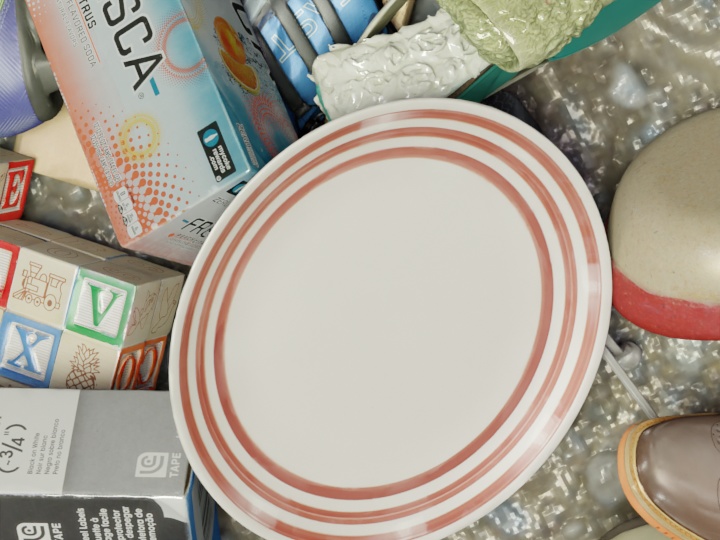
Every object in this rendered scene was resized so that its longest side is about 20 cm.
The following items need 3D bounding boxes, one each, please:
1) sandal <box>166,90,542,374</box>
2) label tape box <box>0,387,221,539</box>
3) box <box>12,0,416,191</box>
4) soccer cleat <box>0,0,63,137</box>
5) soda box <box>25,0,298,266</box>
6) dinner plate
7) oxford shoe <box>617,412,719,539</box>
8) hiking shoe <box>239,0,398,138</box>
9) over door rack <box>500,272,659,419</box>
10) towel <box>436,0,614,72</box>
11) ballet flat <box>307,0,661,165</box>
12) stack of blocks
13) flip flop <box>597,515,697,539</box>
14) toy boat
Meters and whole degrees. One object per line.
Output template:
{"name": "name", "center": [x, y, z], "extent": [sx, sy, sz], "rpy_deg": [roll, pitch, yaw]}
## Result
{"name": "sandal", "center": [0.000, 0.000, 1.054], "extent": [0.200, 0.076, 0.043], "rpy_deg": [-35, 121, 12]}
{"name": "label tape box", "center": [-0.162, 0.116, 1.026], "extent": [0.199, 0.063, 0.145], "rpy_deg": [1, 137, 4]}
{"name": "box", "center": [-0.059, -0.120, 1.088], "extent": [0.163, 0.021, 0.201], "rpy_deg": [17, 100, 5]}
{"name": "soccer cleat", "center": [-0.183, -0.156, 1.069], "extent": [0.083, 0.065, 0.201], "rpy_deg": [-13, 88, 9]}
{"name": "soda box", "center": [-0.091, -0.106, 0.989], "extent": [0.068, 0.064, 0.201], "rpy_deg": [-29, 72, 20]}
{"name": "dinner plate", "center": [0.012, 0.024, 0.982], "extent": [0.199, 0.024, 0.201], "rpy_deg": [-9, 112, -23]}
{"name": "oxford shoe", "center": [0.205, 0.088, 1.019], "extent": [0.199, 0.073, 0.072], "rpy_deg": [10, 62, -22]}
{"name": "hiking shoe", "center": [-0.026, -0.090, 1.038], "extent": [0.086, 0.074, 0.201], "rpy_deg": [13, 99, 6]}
{"name": "over door rack", "center": [0.082, 0.105, 1.084], "extent": [0.147, 0.067, 0.200], "rpy_deg": [-34, 106, 10]}
{"name": "towel", "center": [0.057, -0.180, 1.001], "extent": [0.148, 0.037, 0.200], "rpy_deg": [-32, 64, -17]}
{"name": "ballet flat", "center": [0.060, -0.113, 1.016], "extent": [0.200, 0.072, 0.072], "rpy_deg": [-34, 93, -25]}
{"name": "stack of blocks", "center": [-0.185, 0.001, 1.082], "extent": [0.199, 0.059, 0.116], "rpy_deg": [19, 101, 16]}
{"name": "flip flop", "center": [0.177, 0.178, 1.048], "extent": [0.081, 0.058, 0.200], "rpy_deg": [-43, 116, 14]}
{"name": "toy boat", "center": [0.201, 0.013, 1.036], "extent": [0.199, 0.131, 0.131], "rpy_deg": [12, 128, 6]}
